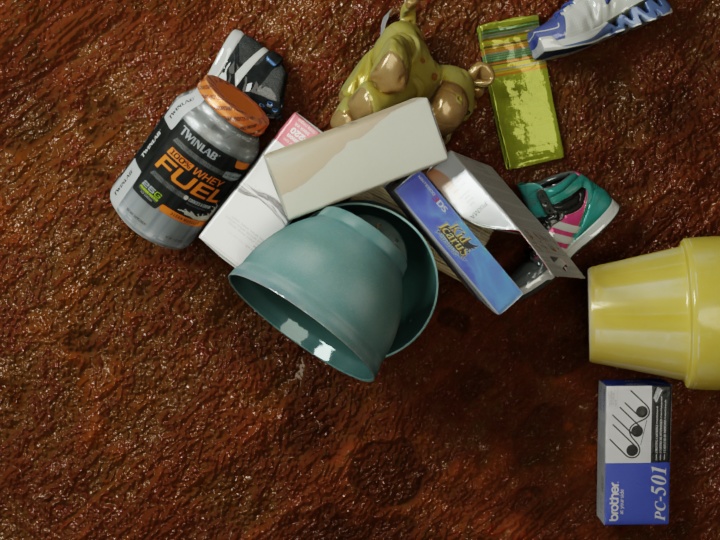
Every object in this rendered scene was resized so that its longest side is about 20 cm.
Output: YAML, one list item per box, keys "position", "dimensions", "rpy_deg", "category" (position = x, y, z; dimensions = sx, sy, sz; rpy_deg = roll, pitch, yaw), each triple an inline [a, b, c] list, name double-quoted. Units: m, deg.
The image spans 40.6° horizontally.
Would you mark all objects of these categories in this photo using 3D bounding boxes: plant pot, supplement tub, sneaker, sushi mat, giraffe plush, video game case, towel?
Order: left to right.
- position: [-0.209, -0.135, 1.207]
  dimensions: [0.122, 0.123, 0.200]
  rpy_deg: [38, 108, -6]
  category: "supplement tub"
- position: [-0.165, -0.206, 1.285]
  dimensions: [0.112, 0.073, 0.200]
  rpy_deg: [28, 92, -4]
  category: "sneaker"
- position: [-0.031, 0.013, 1.102]
  dimensions: [0.200, 0.200, 0.134]
  rpy_deg: [37, 76, -6]
  category: "plant pot"
- position: [0.000, 0.000, 1.263]
  dimensions: [0.200, 0.161, 0.201]
  rpy_deg: [1, 102, 3]
  category: "plant pot"
- position: [0.081, -0.068, 1.342]
  dimensions: [0.200, 0.012, 0.096]
  rpy_deg: [27, 93, -5]
  category: "sushi mat"
- position: [0.078, -0.234, 1.273]
  dimensions: [0.162, 0.173, 0.200]
  rpy_deg: [31, 59, -15]
  category: "giraffe plush"
- position: [0.114, -0.043, 1.248]
  dimensions: [0.045, 0.181, 0.200]
  rpy_deg: [-40, 97, 1]
  category: "video game case"
- position: [0.220, -0.243, 1.330]
  dimensions: [0.086, 0.018, 0.200]
  rpy_deg: [-13, 96, -1]
  category: "towel"
- position: [0.243, -0.062, 1.314]
  dimensions: [0.200, 0.084, 0.121]
  rpy_deg: [-44, 101, -6]
  category: "sneaker"
- position: [0.306, -0.361, 1.298]
  dimensions: [0.199, 0.081, 0.115]
  rpy_deg: [-21, 93, -8]
  category: "sneaker"
- position: [0.398, 0.057, 1.292]
  dimensions: [0.189, 0.201, 0.201]
  rpy_deg: [-1, 96, 13]
  category: "plant pot"

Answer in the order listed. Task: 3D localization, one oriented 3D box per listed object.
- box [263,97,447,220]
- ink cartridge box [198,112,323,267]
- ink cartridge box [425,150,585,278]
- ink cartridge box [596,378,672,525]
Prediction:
- position: [-0.008, -0.133, 1.149]
  dimensions: [0.200, 0.095, 0.078]
  rpy_deg: [-22, 102, -6]
  category: "box"
- position: [-0.115, -0.101, 1.261]
  dimensions: [0.085, 0.146, 0.200]
  rpy_deg: [36, 92, -8]
  category: "ink cartridge box"
- position: [0.183, -0.055, 1.213]
  dimensions: [0.050, 0.162, 0.200]
  rpy_deg: [-41, 72, 19]
  category: "ink cartridge box"
- position: [0.385, 0.256, 1.373]
  dimensions: [0.094, 0.044, 0.200]
  rpy_deg: [-1, 96, -1]
  category: "ink cartridge box"
